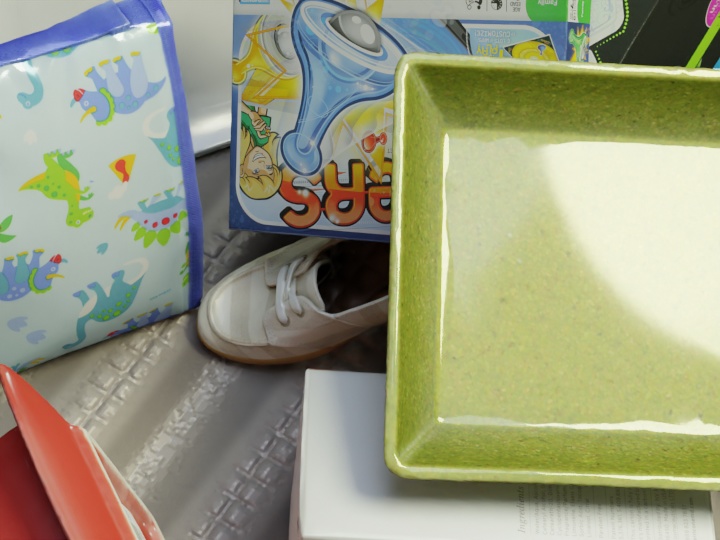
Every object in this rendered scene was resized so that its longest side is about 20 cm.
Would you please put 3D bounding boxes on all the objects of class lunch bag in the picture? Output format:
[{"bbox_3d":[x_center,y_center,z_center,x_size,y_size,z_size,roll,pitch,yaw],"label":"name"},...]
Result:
[{"bbox_3d":[-0.179,-0.049,1.054,0.169,0.201,0.128,-23,59,-20],"label":"lunch bag"}]

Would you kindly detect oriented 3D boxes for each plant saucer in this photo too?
[{"bbox_3d":[0.110,0.004,0.951,0.198,0.048,0.201,3,80,-4],"label":"plant saucer"}]

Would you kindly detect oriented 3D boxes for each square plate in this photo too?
[{"bbox_3d":[-0.128,-0.146,1.139,0.197,0.201,0.028,-21,39,-21],"label":"square plate"}]

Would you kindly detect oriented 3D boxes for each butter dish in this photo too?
[{"bbox_3d":[-0.150,0.178,0.912,0.147,0.200,0.200,-28,63,-4],"label":"butter dish"}]

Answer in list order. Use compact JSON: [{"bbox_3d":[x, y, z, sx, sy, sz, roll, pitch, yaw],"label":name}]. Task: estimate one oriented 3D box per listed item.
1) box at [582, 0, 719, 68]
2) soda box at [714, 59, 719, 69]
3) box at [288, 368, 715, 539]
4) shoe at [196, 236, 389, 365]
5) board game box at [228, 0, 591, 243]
[{"bbox_3d":[0.125,-0.146,1.088,0.124,0.201,0.148,39,22,21],"label":"box"},{"bbox_3d":[0.186,-0.180,1.271,0.064,0.068,0.201,-3,54,-8],"label":"soda box"},{"bbox_3d":[0.064,0.128,0.998,0.198,0.125,0.098,4,53,-4],"label":"box"},{"bbox_3d":[0.000,0.000,1.096,0.198,0.053,0.070,-15,63,8],"label":"shoe"},{"bbox_3d":[0.023,-0.082,1.046,0.199,0.137,0.034,4,7,29],"label":"board game box"}]
